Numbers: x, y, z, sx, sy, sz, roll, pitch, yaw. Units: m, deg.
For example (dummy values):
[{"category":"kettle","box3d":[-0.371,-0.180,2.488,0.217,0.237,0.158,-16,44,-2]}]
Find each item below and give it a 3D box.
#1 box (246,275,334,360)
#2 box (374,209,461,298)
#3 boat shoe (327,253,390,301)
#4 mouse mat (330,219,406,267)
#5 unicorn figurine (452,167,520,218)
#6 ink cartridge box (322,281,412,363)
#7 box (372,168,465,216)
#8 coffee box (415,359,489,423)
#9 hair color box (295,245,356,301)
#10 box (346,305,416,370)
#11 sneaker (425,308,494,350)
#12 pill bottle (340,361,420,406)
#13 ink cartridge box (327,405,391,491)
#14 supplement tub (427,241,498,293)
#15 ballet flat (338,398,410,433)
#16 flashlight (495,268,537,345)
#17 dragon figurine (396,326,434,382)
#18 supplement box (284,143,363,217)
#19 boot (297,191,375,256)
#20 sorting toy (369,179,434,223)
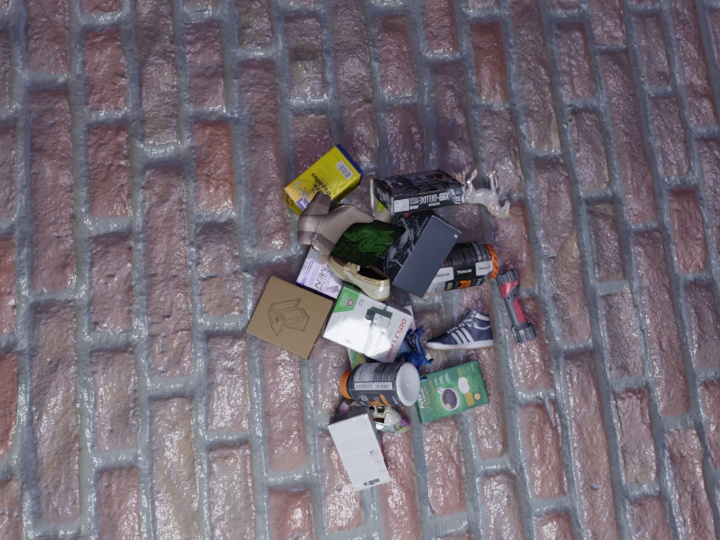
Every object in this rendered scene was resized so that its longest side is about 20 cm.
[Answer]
[{"category":"box","box3d":[-0.185,0.123,1.586,0.198,0.021,0.165,21,79,22]},{"category":"box","box3d":[0.139,-0.065,1.580,0.103,0.182,0.202,24,102,-27]},{"category":"boat shoe","box3d":[0.000,0.000,1.554,0.199,0.067,0.074,31,38,26]},{"category":"mouse mat","box3d":[0.006,-0.080,1.577,0.161,0.199,0.008,-44,129,-22]},{"category":"unicorn figurine","box3d":[0.361,-0.222,1.742,0.197,0.074,0.140,4,89,8]},{"category":"ink cartridge box","box3d":[0.019,0.138,1.569,0.198,0.083,0.148,23,97,-4]},{"category":"box","box3d":[0.146,-0.204,1.552,0.197,0.158,0.050,-11,118,-15]},{"category":"coffee box","box3d":[0.239,0.327,1.640,0.197,0.044,0.125,-16,82,-10]},{"category":"hair color box","box3d":[-0.065,0.024,1.641,0.198,0.065,0.111,23,77,-5]},{"category":"box","box3d":[0.057,0.185,1.644,0.197,0.036,0.147,-12,83,-8]},{"category":"sneaker","box3d":[0.269,0.162,1.658,0.197,0.070,0.110,-1,85,-15]},{"category":"pill bottle","box3d":[0.043,0.287,1.526,0.106,0.198,0.108,13,72,-50]},{"category":"ink cartridge box","box3d":[0.001,0.460,1.560,0.107,0.050,0.203,-18,104,8]},{"category":"supplement tub","box3d":[0.268,-0.011,1.661,0.197,0.123,0.125,-9,82,-8]},{"category":"ballet flat","box3d":[0.041,0.377,1.587,0.197,0.072,0.070,12,34,-3]},{"category":"flashlight","box3d":[0.441,0.099,1.697,0.067,0.067,0.203,-17,84,-40]},{"category":"dragon figurine","box3d":[0.130,0.245,1.578,0.099,0.059,0.202,38,63,-20]},{"category":"supplement box","box3d":[-0.102,-0.230,1.654,0.200,0.109,0.110,-42,87,-12]},{"category":"boot","box3d":[-0.069,-0.108,1.576,0.198,0.070,0.148,20,85,-19]},{"category":"sorting toy","box3d":[0.108,-0.154,1.682,0.197,0.107,0.183,1,91,-15]}]
